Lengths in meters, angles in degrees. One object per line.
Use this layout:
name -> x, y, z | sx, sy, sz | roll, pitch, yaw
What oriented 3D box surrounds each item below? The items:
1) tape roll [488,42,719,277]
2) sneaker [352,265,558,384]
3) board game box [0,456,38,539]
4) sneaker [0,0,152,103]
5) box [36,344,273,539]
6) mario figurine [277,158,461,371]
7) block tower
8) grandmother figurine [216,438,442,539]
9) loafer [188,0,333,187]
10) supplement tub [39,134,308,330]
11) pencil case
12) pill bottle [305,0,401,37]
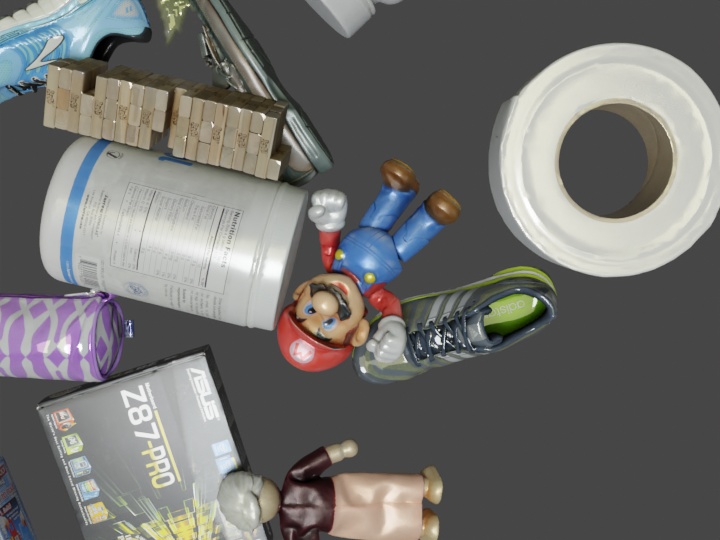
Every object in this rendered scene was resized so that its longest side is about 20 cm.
tape roll -> 0.216, -0.096, 0.767 | 0.202, 0.071, 0.203 | 0, 95, 0
sneaker -> 0.085, 0.050, 0.773 | 0.200, 0.081, 0.074 | -24, 94, 2
board game box -> -0.379, 0.282, 0.802 | 0.200, 0.062, 0.200 | -6, 94, 1
sneaker -> -0.272, -0.184, 0.757 | 0.200, 0.078, 0.090 | -33, 99, 4
box -> -0.186, 0.188, 0.801 | 0.161, 0.049, 0.200 | -17, 95, -2
mario figurine -> 0.000, 0.000, 0.746 | 0.106, 0.123, 0.200 | 40, 83, -40
block tower -> -0.156, -0.130, 0.723 | 0.200, 0.054, 0.058 | 15, 114, 1
grandmother figurine -> -0.029, 0.213, 0.778 | 0.200, 0.061, 0.121 | 8, 74, -14
loafer -> -0.102, -0.160, 0.763 | 0.063, 0.072, 0.200 | -33, 96, 8
supplement tub -> -0.156, -0.032, 0.741 | 0.200, 0.132, 0.132 | 14, 95, -2
pencil case -> -0.311, 0.052, 0.770 | 0.200, 0.084, 0.086 | 2, 103, 0
pill bottle -> 0.029, -0.300, 0.727 | 0.200, 0.114, 0.114 | -44, 93, 3
